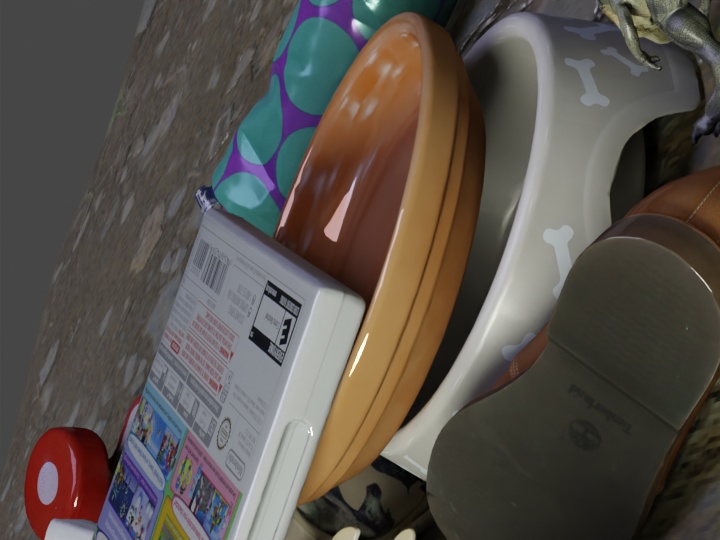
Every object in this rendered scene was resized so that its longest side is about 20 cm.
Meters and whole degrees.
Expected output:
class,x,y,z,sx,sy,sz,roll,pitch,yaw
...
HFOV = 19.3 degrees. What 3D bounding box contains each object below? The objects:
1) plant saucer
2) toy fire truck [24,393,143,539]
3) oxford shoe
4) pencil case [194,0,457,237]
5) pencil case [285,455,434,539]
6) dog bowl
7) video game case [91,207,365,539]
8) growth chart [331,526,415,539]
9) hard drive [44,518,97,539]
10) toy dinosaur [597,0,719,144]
class,x,y,z,sx,sy,sz,roll,pitch,yaw
plant saucer,0.000,0.000,0.825,0.200,0.037,0.202,-160,90,-76
toy fire truck,-0.119,0.182,1.178,0.168,0.112,0.201,42,115,49
oxford shoe,0.082,0.040,0.688,0.071,0.071,0.200,-44,-9,-39
pencil case,-0.013,-0.107,1.140,0.093,0.085,0.201,50,125,39
pencil case,-0.037,0.136,0.946,0.078,0.089,0.200,-45,-8,-45
dog bowl,0.057,-0.007,0.812,0.200,0.058,0.202,-161,90,-75
video game case,-0.061,0.077,0.822,0.200,0.022,0.183,-149,78,-71
growth chart,0.013,0.163,0.738,0.199,0.018,0.146,-4,68,58
hard drive,-0.106,0.187,0.953,0.200,0.026,0.133,178,96,-65
toy dinosaur,0.113,-0.100,0.680,0.089,0.047,0.200,61,164,16
